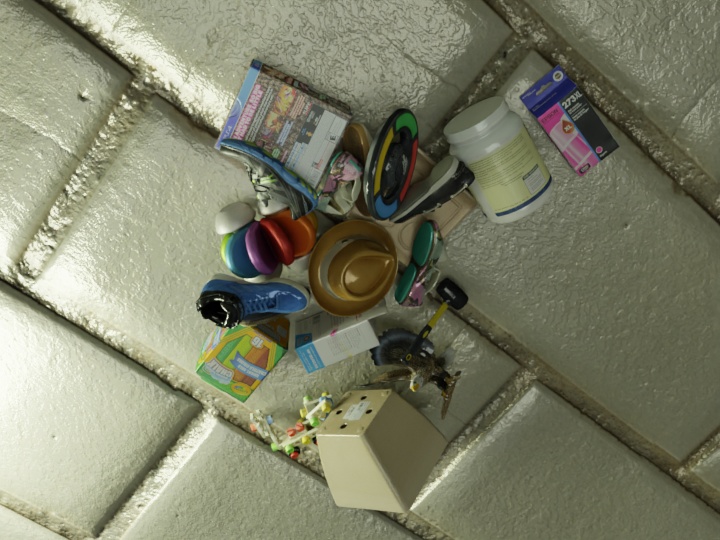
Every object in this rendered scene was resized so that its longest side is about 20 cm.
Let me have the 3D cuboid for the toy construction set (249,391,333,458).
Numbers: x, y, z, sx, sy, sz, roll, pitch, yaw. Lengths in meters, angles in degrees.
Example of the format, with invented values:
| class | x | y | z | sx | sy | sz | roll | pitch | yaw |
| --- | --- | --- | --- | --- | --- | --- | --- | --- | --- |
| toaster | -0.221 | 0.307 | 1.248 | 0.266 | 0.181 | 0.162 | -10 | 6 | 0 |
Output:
| class | x | y | z | sx | sy | sz | roll | pitch | yaw |
| --- | --- | --- | --- | --- | --- | --- | --- | --- | --- |
| toy construction set | -0.138 | 0.338 | 1.591 | 0.200 | 0.092 | 0.131 | -16 | 138 | 11 |

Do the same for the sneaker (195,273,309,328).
| class | x | y | z | sx | sy | sz | roll | pitch | yaw |
| --- | --- | --- | --- | --- | --- | --- | --- | --- | --- |
| sneaker | -0.198 | 0.064 | 1.324 | 0.200 | 0.111 | 0.077 | 9 | 123 | 7 |

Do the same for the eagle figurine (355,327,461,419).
| class | x | y | z | sx | sy | sz | roll | pitch | yaw |
| --- | --- | --- | --- | --- | --- | --- | --- | --- | --- |
| eagle figurine | 0.107 | 0.210 | 1.538 | 0.200 | 0.151 | 0.152 | 20 | 82 | 9 |

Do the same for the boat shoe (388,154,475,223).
| class | x | y | z | sx | sy | sz | roll | pitch | yaw |
| --- | --- | --- | --- | --- | --- | --- | --- | --- | --- |
| boat shoe | 0.129 | -0.137 | 1.352 | 0.060 | 0.074 | 0.200 | 31 | 135 | -20 |

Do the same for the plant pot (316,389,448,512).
| class | x | y | z | sx | sy | sz | roll | pitch | yaw |
| --- | --- | --- | --- | --- | --- | --- | --- | --- | --- |
| plant pot | 0.026 | 0.357 | 1.517 | 0.200 | 0.200 | 0.177 | -12 | 117 | 42 |

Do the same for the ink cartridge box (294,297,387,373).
| class | x | y | z | sx | sy | sz | roll | pitch | yaw |
| --- | --- | --- | --- | --- | --- | --- | --- | --- | --- |
| ink cartridge box | -0.030 | 0.122 | 1.492 | 0.200 | 0.115 | 0.068 | -23 | 113 | 6 |

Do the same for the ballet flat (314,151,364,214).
| class | x | y | z | sx | sy | sz | roll | pitch | yaw |
| --- | --- | --- | --- | --- | --- | --- | --- | --- | --- |
| ballet flat | -0.040 | -0.146 | 1.344 | 0.071 | 0.200 | 0.069 | 42 | 63 | 2 |

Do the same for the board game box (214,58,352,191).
| class | x | y | z | sx | sy | sz | roll | pitch | yaw |
| --- | --- | --- | --- | --- | --- | --- | --- | --- | --- |
| board game box | -0.138 | -0.262 | 1.328 | 0.200 | 0.097 | 0.160 | 24 | 109 | -14 |

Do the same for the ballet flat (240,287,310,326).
| class | x | y | z | sx | sy | sz | roll | pitch | yaw |
| --- | --- | --- | --- | --- | --- | --- | --- | --- | --- |
| ballet flat | -0.170 | 0.078 | 1.438 | 0.067 | 0.200 | 0.046 | 27 | 118 | 26 |

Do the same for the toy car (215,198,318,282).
| class | x | y | z | sx | sy | sz | roll | pitch | yaw |
| --- | --- | --- | --- | --- | --- | --- | --- | --- | --- |
| toy car | -0.175 | -0.052 | 1.388 | 0.200 | 0.150 | 0.175 | -23 | 113 | 6 |

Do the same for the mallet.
| class | x | y | z | sx | sy | sz | roll | pitch | yaw |
| --- | --- | --- | --- | --- | --- | --- | --- | --- | --- |
| mallet | 0.139 | 0.102 | 1.494 | 0.200 | 0.041 | 0.066 | -45 | 106 | -17 |

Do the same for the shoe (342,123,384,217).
| class | x | y | z | sx | sy | sz | roll | pitch | yaw |
| --- | --- | --- | --- | --- | --- | --- | --- | --- | --- |
| shoe | 0.011 | -0.188 | 1.334 | 0.053 | 0.070 | 0.200 | -35 | 141 | -24 |

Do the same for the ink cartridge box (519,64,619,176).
| class | x | y | z | sx | sy | sz | roll | pitch | yaw |
| --- | --- | --- | --- | --- | --- | --- | --- | --- | --- |
| ink cartridge box | 0.400 | -0.283 | 1.394 | 0.095 | 0.037 | 0.200 | -39 | 108 | 12 |

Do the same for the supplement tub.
| class | x | y | z | sx | sy | sz | roll | pitch | yaw |
| --- | --- | --- | --- | --- | --- | --- | --- | --- | --- |
| supplement tub | 0.255 | -0.204 | 1.357 | 0.145 | 0.145 | 0.200 | -31 | 112 | 9 |

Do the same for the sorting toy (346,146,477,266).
| class | x | y | z | sx | sy | sz | roll | pitch | yaw |
| --- | --- | --- | --- | --- | --- | --- | --- | --- | --- |
| sorting toy | 0.101 | -0.124 | 1.443 | 0.185 | 0.036 | 0.200 | 38 | 110 | -18 |

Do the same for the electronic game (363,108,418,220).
| class | x | y | z | sx | sy | sz | roll | pitch | yaw |
| --- | --- | --- | --- | --- | --- | --- | --- | --- | --- |
| electronic game | 0.058 | -0.185 | 1.289 | 0.042 | 0.200 | 0.200 | 16 | 114 | 20 |

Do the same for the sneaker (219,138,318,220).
| class | x | y | z | sx | sy | sz | roll | pitch | yaw |
| --- | --- | --- | --- | --- | --- | --- | --- | --- | --- |
| sneaker | -0.166 | -0.158 | 1.280 | 0.200 | 0.071 | 0.083 | 37 | 101 | -21 |

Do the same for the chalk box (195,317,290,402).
| class | x | y | z | sx | sy | sz | roll | pitch | yaw |
| --- | --- | --- | --- | --- | --- | --- | --- | --- | --- |
| chalk box | -0.251 | 0.172 | 1.493 | 0.125 | 0.124 | 0.200 | 34 | 107 | -16 |

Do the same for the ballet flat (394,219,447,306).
| class | x | y | z | sx | sy | sz | roll | pitch | yaw |
| --- | --- | --- | --- | --- | --- | --- | --- | --- | --- |
| ballet flat | 0.129 | -0.012 | 1.442 | 0.071 | 0.069 | 0.200 | 5 | 123 | -24 |

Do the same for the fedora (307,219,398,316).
| class | x | y | z | sx | sy | sz | roll | pitch | yaw |
| --- | --- | --- | --- | --- | --- | --- | --- | --- | --- |
| fedora | 0.000 | 0.000 | 1.395 | 0.200 | 0.082 | 0.201 | -5 | 101 | -28 |
